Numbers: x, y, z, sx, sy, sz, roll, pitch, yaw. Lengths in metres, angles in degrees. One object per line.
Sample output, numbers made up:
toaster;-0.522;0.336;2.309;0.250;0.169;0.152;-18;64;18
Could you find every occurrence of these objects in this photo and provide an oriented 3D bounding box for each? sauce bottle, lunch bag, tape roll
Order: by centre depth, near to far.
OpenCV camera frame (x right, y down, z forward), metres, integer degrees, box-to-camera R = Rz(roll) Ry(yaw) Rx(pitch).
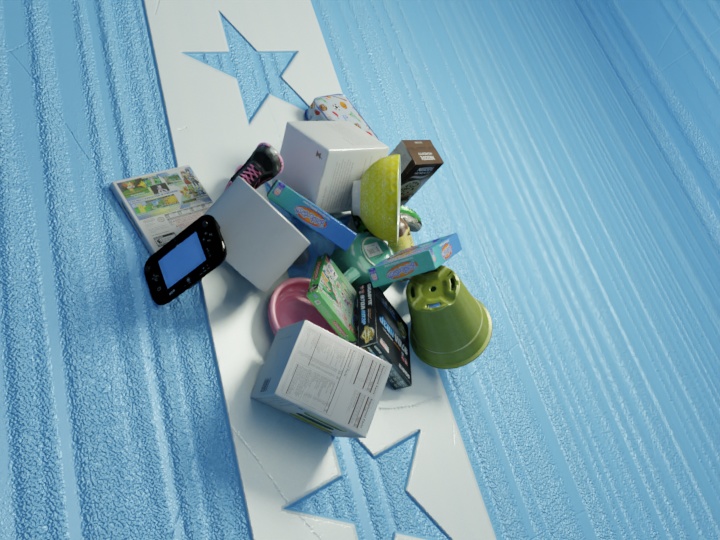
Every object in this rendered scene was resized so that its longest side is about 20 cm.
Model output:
tape roll;-0.218;-0.073;1.552;0.203;0.139;0.203;43;-1;1
sauce bottle;0.096;-0.076;1.879;0.064;0.064;0.202;-25;101;-46
lunch bag;-0.045;-0.380;2.053;0.160;0.076;0.201;-21;72;-48

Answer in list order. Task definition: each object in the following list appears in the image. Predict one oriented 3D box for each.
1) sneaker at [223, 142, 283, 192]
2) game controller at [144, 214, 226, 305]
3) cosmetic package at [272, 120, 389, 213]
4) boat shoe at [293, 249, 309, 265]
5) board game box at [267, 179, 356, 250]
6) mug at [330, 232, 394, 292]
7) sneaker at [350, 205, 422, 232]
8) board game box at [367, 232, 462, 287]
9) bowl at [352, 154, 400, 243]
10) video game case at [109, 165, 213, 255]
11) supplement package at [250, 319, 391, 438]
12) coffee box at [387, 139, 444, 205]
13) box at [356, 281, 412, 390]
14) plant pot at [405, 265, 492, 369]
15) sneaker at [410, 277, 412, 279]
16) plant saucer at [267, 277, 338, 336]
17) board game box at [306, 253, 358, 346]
sneaker;-0.241;-0.206;1.678;0.079;0.200;0.095;46;53;-7
game controller;-0.333;-0.018;1.452;0.042;0.199;0.105;22;41;-52
cosmetic package;-0.070;-0.248;1.820;0.199;0.169;0.166;-10;38;-42
boat shoe;-0.197;-0.087;1.700;0.199;0.074;0.067;31;44;-16
board game box;-0.109;-0.122;1.654;0.199;0.045;0.152;35;2;-10
mug;0.009;0.001;1.766;0.151;0.114;0.186;26;45;-21
sneaker;0.067;-0.116;1.946;0.198;0.078;0.086;4;62;-26
board game box;0.122;-0.025;1.674;0.200;0.151;0.045;-29;100;-62
bowl;0.037;-0.165;1.755;0.106;0.201;0.201;1;49;4
video game case;-0.397;-0.129;1.613;0.199;0.022;0.183;-23;74;-45
supplement package;-0.076;0.213;1.472;0.199;0.152;0.152;29;69;-18
coffee box;0.105;-0.243;1.970;0.112;0.200;0.080;-9;64;-42
box;0.053;0.143;1.669;0.200;0.046;0.160;54;27;-46
plant pot;0.184;0.088;1.718;0.190;0.198;0.202;62;19;-51
sneaker;0.166;0.033;1.877;0.066;0.078;0.200;67;10;17
plant saucer;-0.113;0.112;1.630;0.199;0.051;0.202;22;47;-25
board game box;-0.037;0.078;1.631;0.201;0.029;0.135;53;27;-26
